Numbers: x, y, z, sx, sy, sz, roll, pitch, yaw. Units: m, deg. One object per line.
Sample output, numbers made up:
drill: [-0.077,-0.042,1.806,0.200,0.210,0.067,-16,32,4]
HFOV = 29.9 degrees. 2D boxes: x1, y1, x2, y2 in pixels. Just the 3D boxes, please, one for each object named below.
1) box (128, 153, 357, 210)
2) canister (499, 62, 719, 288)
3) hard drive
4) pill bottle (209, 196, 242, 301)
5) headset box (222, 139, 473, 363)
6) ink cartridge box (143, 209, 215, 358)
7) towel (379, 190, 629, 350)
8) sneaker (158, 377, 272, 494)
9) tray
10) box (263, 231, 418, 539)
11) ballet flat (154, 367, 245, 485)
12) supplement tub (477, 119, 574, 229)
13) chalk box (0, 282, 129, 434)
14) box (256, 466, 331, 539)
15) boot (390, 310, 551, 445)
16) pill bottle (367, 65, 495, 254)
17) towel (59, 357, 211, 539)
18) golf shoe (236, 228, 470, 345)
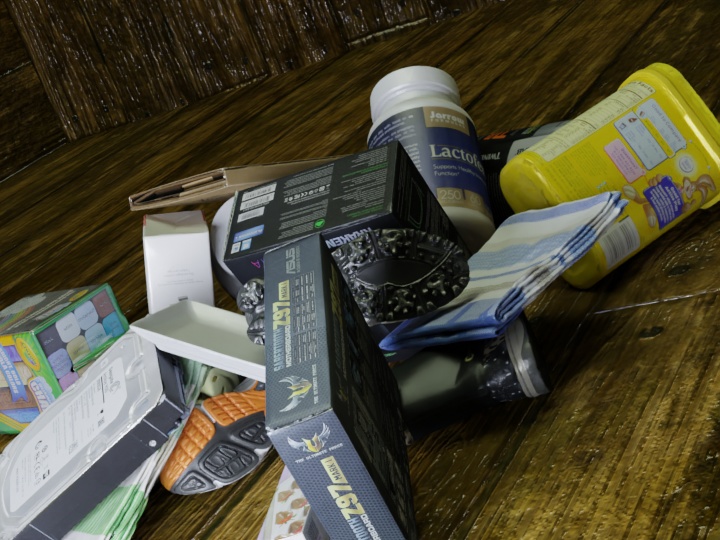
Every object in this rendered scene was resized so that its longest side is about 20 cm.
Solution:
box: [-0.112,-0.090,1.388,0.199,0.021,0.163,-11,0,-44]
canister: [0.248,-0.091,1.288,0.199,0.149,0.087,-32,-7,-26]
hard drive: [-0.233,0.143,1.156,0.200,0.038,0.140,-42,30,10]
pill bottle: [-0.094,-0.015,1.415,0.119,0.120,0.200,-22,-12,1]
headset box: [0.000,0.000,1.245,0.173,0.200,0.093,-15,45,23]
ink cartridge box: [-0.178,0.049,1.362,0.067,0.202,0.117,-5,14,-8]
towel: [0.118,-0.001,1.118,0.200,0.024,0.146,-41,17,-36]
sneaker: [-0.097,0.132,1.207,0.200,0.076,0.092,-39,-8,-20]
tray: [-0.086,0.070,1.142,0.199,0.022,0.107,16,15,18]
box: [-0.015,0.092,0.940,0.051,0.158,0.201,-20,35,9]
ballet flat: [-0.156,0.138,1.256,0.063,0.068,0.200,4,36,44]
supplement tub: [0.167,-0.088,1.428,0.199,0.123,0.122,-5,23,46]
chalk box: [-0.329,0.098,1.504,0.199,0.125,0.124,-7,21,41]
box: [-0.037,0.169,1.030,0.038,0.042,0.200,-18,17,14]
boot: [0.071,0.076,1.128,0.153,0.074,0.204,-24,14,5]
pill bottle: [0.066,-0.100,1.359,0.115,0.116,0.201,-18,56,15]
towel: [-0.214,0.161,1.167,0.152,0.023,0.201,-7,51,48]
golf shoe: [0.000,0.013,1.128,0.199,0.078,0.094,-10,-7,17]
